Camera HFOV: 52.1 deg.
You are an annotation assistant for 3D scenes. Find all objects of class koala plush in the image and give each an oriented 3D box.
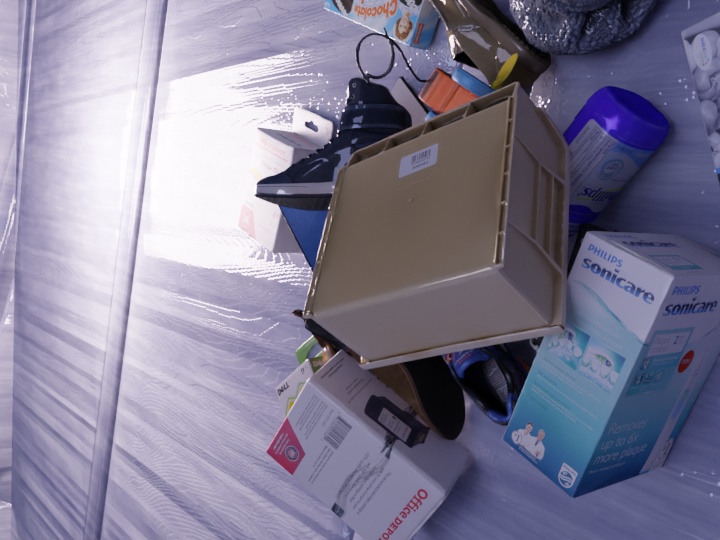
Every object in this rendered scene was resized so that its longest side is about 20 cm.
[{"bbox_3d":[0.164,-0.290,0.637,0.184,0.199,0.178,-54,52,31],"label":"koala plush"}]

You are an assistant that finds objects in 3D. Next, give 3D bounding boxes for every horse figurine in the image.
[{"bbox_3d":[-0.018,0.128,0.977,0.200,0.050,0.133,50,161,32],"label":"horse figurine"}]

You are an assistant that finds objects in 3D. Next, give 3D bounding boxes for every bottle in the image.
[{"bbox_3d":[0.198,-0.077,0.699,0.200,0.083,0.065,-56,51,34],"label":"bottle"}]

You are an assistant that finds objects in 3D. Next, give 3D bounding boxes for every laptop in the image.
[{"bbox_3d":[0.005,-0.111,0.913,0.200,0.115,0.188,-55,51,36],"label":"laptop"}]

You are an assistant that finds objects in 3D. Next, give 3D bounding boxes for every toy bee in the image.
[{"bbox_3d":[0.106,-0.174,0.744,0.131,0.109,0.200,-34,90,21],"label":"toy bee"}]

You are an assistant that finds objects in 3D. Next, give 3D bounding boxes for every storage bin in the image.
[{"bbox_3d":[0.068,-0.037,0.641,0.199,0.094,0.199,-17,48,38],"label":"storage bin"}]

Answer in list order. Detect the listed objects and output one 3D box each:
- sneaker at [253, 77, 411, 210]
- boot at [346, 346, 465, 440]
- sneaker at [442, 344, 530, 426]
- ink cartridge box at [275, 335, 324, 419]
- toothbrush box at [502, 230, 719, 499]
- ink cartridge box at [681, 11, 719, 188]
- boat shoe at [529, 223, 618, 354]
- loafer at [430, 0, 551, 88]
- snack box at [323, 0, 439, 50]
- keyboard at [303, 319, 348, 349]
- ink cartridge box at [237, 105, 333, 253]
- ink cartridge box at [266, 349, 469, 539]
[{"bbox_3d":[-0.033,-0.151,0.889,0.201,0.077,0.147,-3,82,18],"label":"sneaker"},{"bbox_3d":[0.051,0.112,0.839,0.075,0.074,0.200,-15,117,44],"label":"boot"},{"bbox_3d":[0.116,0.078,0.770,0.075,0.078,0.200,-44,74,18],"label":"sneaker"},{"bbox_3d":[-0.062,0.186,1.046,0.104,0.059,0.201,-44,57,43],"label":"ink cartridge box"},{"bbox_3d":[0.225,0.073,0.620,0.085,0.146,0.201,36,116,44],"label":"toothbrush box"},{"bbox_3d":[0.355,-0.127,0.537,0.200,0.043,0.199,-21,74,48],"label":"ink cartridge box"},{"bbox_3d":[0.196,0.052,0.704,0.060,0.076,0.201,24,103,9],"label":"boat shoe"},{"bbox_3d":[0.121,-0.259,0.799,0.068,0.076,0.200,-54,51,28],"label":"loafer"},{"bbox_3d":[0.033,-0.366,0.937,0.200,0.037,0.117,40,121,43],"label":"snack box"},{"bbox_3d":[0.000,0.000,0.859,0.104,0.040,0.201,29,118,26],"label":"keyboard"},{"bbox_3d":[-0.113,-0.139,1.098,0.116,0.067,0.201,33,116,46],"label":"ink cartridge box"},{"bbox_3d":[0.006,0.219,0.880,0.200,0.084,0.145,38,124,12],"label":"ink cartridge box"}]
